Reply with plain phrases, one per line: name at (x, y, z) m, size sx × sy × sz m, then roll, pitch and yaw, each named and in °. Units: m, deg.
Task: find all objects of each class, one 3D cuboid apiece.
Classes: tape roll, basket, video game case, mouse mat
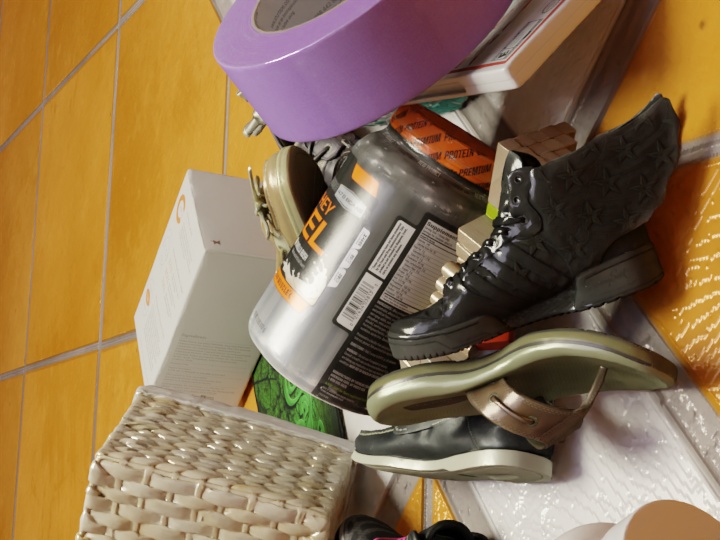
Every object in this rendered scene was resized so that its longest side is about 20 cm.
tape roll at (0.003, -0.174, 0.855) m, size 0.200 × 0.066 × 0.200 m, roll -28°, pitch 31°, yaw 19°
basket at (-0.119, 0.224, 1.049) m, size 0.161 × 0.200 × 0.199 m, roll -72°, pitch -3°, yaw -77°
video game case at (0.087, -0.162, 0.868) m, size 0.143 × 0.017 × 0.200 m, roll -47°, pitch 21°, yaw -18°
mouse mat at (-0.059, 0.131, 1.215) m, size 0.161 × 0.008 × 0.200 m, roll -55°, pitch 39°, yaw 45°

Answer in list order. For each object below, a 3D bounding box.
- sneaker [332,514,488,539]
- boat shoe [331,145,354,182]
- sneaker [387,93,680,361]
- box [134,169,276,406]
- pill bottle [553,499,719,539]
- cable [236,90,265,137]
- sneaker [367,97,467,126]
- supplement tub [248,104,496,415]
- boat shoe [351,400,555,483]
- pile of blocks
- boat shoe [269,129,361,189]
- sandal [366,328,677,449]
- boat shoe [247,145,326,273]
sneaker at (0.046, 0.204, 0.913) m, size 0.200 × 0.074 × 0.088 m, roll 31°, pitch 109°, yaw 60°
boat shoe at (0.000, 0.000, 1.027) m, size 0.067 × 0.057 × 0.201 m, roll -12°, pitch 85°, yaw 50°
sneaker at (0.099, -0.023, 0.775) m, size 0.060 × 0.199 × 0.104 m, roll -36°, pitch -73°, yaw -77°
box at (-0.146, 0.021, 1.311) m, size 0.125 × 0.097 × 0.200 m, roll -109°, pitch 35°, yaw -46°
pill bottle at (0.120, 0.204, 0.711) m, size 0.200 × 0.111 × 0.112 m, roll -54°, pitch 38°, yaw 45°
cable at (-0.037, -0.200, 1.134) m, size 0.200 × 0.050 × 0.097 m, roll -43°, pitch 18°, yaw 20°
sneaker at (0.017, -0.165, 1.052) m, size 0.200 × 0.077 × 0.091 m, roll -3°, pitch 84°, yaw 55°
supplement tub at (0.019, -0.010, 0.927) m, size 0.200 × 0.122 × 0.123 m, roll -58°, pitch 32°, yaw 12°
boat shoe at (0.062, 0.110, 0.905) m, size 0.200 × 0.072 × 0.068 m, roll -17°, pitch 64°, yaw 57°
pile of blocks at (0.097, 0.005, 0.850) m, size 0.062 × 0.082 × 0.200 m, roll 43°, pitch 116°, yaw 36°
boat shoe at (-0.030, -0.095, 1.140) m, size 0.072 × 0.065 × 0.200 m, roll -67°, pitch 31°, yaw 24°
sandal at (0.094, 0.079, 0.779) m, size 0.201 × 0.080 × 0.057 m, roll -17°, pitch 61°, yaw 35°
boat shoe at (-0.057, -0.032, 1.078) m, size 0.200 × 0.063 × 0.073 m, roll 74°, pitch -163°, yaw -60°
